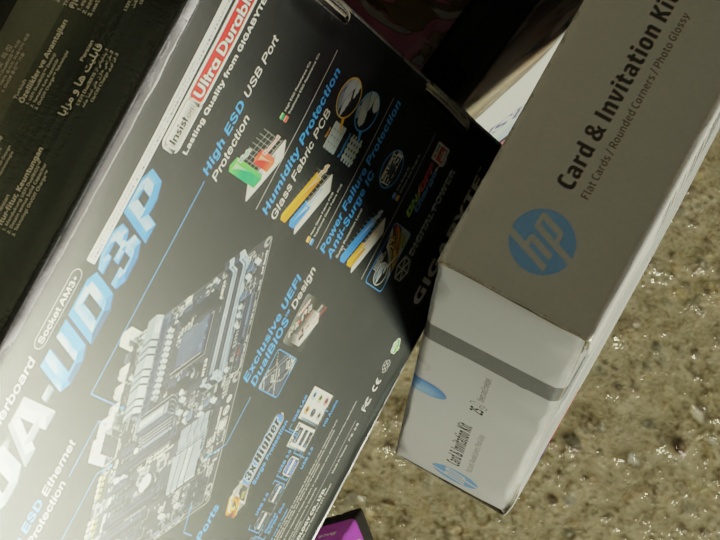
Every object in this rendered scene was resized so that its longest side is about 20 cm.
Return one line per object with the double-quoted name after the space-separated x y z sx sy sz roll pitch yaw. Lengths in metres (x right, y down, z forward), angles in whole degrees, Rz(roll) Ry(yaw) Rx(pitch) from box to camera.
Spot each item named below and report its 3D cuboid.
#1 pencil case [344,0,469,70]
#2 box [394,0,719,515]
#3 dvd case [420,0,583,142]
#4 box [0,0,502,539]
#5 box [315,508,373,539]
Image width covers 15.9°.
0.031 -0.114 0.795 0.086 0.083 0.200 -27 169 -23 "pencil case"
0.066 -0.031 0.647 0.156 0.041 0.200 -60 173 -14 "box"
0.064 -0.080 0.772 0.142 0.018 0.200 -39 174 -26 "dvd case"
-0.055 0.030 0.556 0.201 0.046 0.159 -62 152 -3 "box"
-0.086 0.166 0.990 0.142 0.036 0.200 -16 -165 26 "box"
